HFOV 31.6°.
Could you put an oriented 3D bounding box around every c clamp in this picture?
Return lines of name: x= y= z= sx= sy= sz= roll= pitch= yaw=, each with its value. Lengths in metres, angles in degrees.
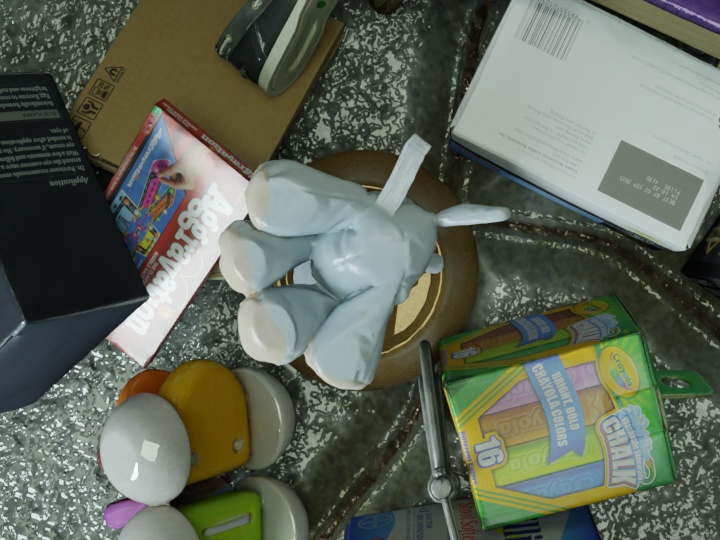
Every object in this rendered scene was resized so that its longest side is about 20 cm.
c clamp: x=0.058 y=0.139 z=0.964 sx=0.027 sy=0.200 sz=0.174 roll=-10 pitch=86 yaw=3

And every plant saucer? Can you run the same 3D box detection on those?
plant saucer: x=0.000 y=0.000 z=1.051 sx=0.197 sy=0.035 sz=0.204 roll=0 pitch=90 yaw=4

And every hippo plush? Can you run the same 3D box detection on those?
hippo plush: x=-0.012 y=-0.025 z=0.952 sx=0.159 sy=0.161 sz=0.201 roll=38 pitch=100 yaw=-3

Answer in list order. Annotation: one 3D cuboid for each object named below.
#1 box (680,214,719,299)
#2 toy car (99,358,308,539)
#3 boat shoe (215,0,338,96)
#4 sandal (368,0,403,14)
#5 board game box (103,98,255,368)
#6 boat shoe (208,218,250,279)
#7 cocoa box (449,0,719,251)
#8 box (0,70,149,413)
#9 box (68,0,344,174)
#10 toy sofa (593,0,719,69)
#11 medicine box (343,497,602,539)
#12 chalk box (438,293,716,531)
box: x=0.332 y=-0.065 z=0.946 sx=0.049 sy=0.200 sz=0.200 roll=32 pitch=93 yaw=1
toy car: x=-0.144 y=0.174 z=1.017 sx=0.148 sy=0.174 sz=0.203 roll=-7 pitch=91 yaw=38
boat shoe: x=-0.041 y=-0.237 z=0.978 sx=0.067 sy=0.072 sz=0.201 roll=36 pitch=101 yaw=18
sandal: x=0.037 y=-0.311 z=1.036 sx=0.054 sy=0.082 sz=0.203 roll=5 pitch=84 yaw=-18
board game box: x=-0.159 y=-0.023 z=0.981 sx=0.102 sy=0.019 sz=0.201 roll=37 pitch=120 yaw=0
boat shoe: x=-0.131 y=-0.027 z=1.020 sx=0.197 sy=0.076 sz=0.073 roll=-17 pitch=76 yaw=14
cocoa box: x=0.182 y=-0.116 z=0.989 sx=0.198 sy=0.131 sz=0.135 roll=26 pitch=92 yaw=3
box: x=-0.289 y=-0.013 z=0.972 sx=0.196 sy=0.117 sz=0.202 roll=-37 pitch=74 yaw=40
box: x=-0.126 y=-0.150 z=1.021 sx=0.162 sy=0.021 sz=0.202 roll=25 pitch=68 yaw=6
toy sofa: x=0.221 y=-0.243 z=0.991 sx=0.198 sy=0.083 sz=0.098 roll=25 pitch=129 yaw=3
medicine box: x=0.089 y=0.252 z=0.969 sx=0.197 sy=0.182 sz=0.105 roll=-11 pitch=99 yaw=4
chalk box: x=0.170 y=0.101 z=0.988 sx=0.197 sy=0.125 sz=0.126 roll=-16 pitch=100 yaw=4
